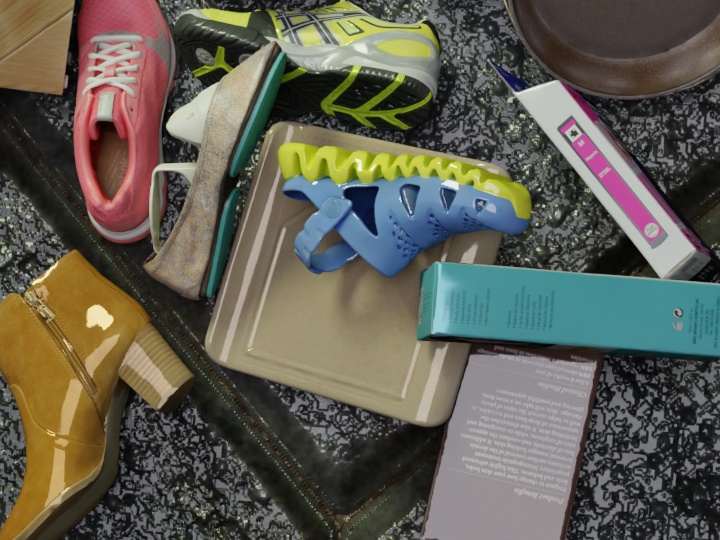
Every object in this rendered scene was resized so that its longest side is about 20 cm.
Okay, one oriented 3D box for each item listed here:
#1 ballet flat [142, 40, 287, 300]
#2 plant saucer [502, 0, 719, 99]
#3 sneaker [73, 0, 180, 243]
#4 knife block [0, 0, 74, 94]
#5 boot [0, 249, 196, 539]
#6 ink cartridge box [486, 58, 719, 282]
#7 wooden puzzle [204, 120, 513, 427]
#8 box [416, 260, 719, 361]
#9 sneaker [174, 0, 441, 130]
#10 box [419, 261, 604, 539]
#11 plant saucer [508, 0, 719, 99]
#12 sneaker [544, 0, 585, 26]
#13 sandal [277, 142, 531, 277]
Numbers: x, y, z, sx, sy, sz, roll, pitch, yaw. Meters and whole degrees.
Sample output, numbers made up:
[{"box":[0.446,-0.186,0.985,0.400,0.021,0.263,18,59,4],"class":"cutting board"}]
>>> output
[{"box":[-0.110,-0.074,1.524,0.067,0.068,0.201,20,108,5],"class":"ballet flat"},{"box":[0.198,-0.220,1.552,0.199,0.037,0.202,-1,84,6],"class":"plant saucer"},{"box":[-0.170,-0.123,1.552,0.073,0.087,0.202,-3,84,4],"class":"sneaker"},{"box":[-0.289,-0.192,1.544,0.174,0.064,0.201,8,115,-9],"class":"knife block"},{"box":[-0.228,0.097,1.553,0.144,0.071,0.201,41,86,14],"class":"boot"},{"box":[0.169,-0.073,1.494,0.037,0.095,0.200,-43,72,12],"class":"ink cartridge box"},{"box":[0.000,0.000,1.528,0.199,0.037,0.186,15,86,30],"class":"wooden puzzle"},{"box":[0.141,0.028,1.435,0.199,0.082,0.050,4,86,-5],"class":"box"},{"box":[-0.036,-0.156,1.561,0.199,0.076,0.077,14,54,10],"class":"sneaker"},{"box":[0.112,0.102,1.512,0.100,0.075,0.201,13,84,6],"class":"box"},{"box":[0.192,-0.213,1.472,0.199,0.032,0.201,-6,121,-10],"class":"plant saucer"},{"box":[0.148,-0.271,1.487,0.072,0.114,0.202,11,87,5],"class":"sneaker"},{"box":[0.027,-0.035,1.461,0.199,0.079,0.088,5,84,38],"class":"sandal"}]
